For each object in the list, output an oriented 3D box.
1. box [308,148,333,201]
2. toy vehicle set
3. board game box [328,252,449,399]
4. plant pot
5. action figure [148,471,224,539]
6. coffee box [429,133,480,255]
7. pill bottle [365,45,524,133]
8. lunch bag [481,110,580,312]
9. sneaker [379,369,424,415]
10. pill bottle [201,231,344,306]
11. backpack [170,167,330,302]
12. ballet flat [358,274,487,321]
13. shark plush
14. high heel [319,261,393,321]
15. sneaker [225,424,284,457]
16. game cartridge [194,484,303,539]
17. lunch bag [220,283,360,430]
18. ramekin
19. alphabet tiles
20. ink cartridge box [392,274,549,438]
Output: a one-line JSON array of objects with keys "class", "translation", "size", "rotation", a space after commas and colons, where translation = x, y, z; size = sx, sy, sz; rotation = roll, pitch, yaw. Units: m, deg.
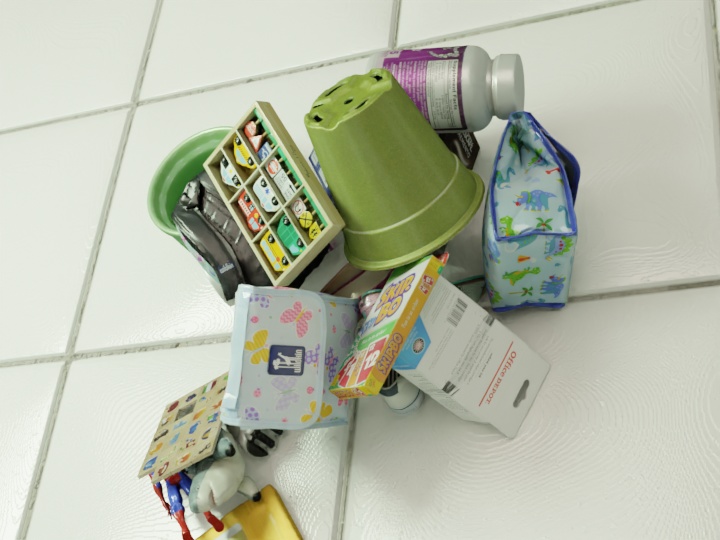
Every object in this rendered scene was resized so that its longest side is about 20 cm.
[{"class": "box", "translation": [-0.013, -0.154, 1.692], "size": [0.122, 0.032, 0.201], "rotation": [-60, 34, 28]}, {"class": "toy vehicle set", "translation": [-0.111, -0.096, 1.452], "size": [0.124, 0.026, 0.201], "rotation": [-45, 66, 31]}, {"class": "board game box", "translation": [0.035, 0.061, 1.383], "size": [0.201, 0.030, 0.095], "rotation": [-58, 18, -23]}, {"class": "plant pot", "translation": [0.024, -0.137, 1.426], "size": [0.198, 0.191, 0.201], "rotation": [-24, 28, 14]}, {"class": "action figure", "translation": [-0.241, 0.289, 1.541], "size": [0.065, 0.052, 0.200], "rotation": [-34, 40, -7]}, {"class": "coffee box", "translation": [0.091, -0.127, 1.621], "size": [0.079, 0.113, 0.202], "rotation": [7, 63, 29]}, {"class": "pill bottle", "translation": [0.113, -0.239, 1.533], "size": [0.198, 0.113, 0.113], "rotation": [0, 58, 17]}, {"class": "lunch bag", "translation": [0.212, -0.075, 1.479], "size": [0.126, 0.171, 0.202], "rotation": [-4, 54, 0]}, {"class": "sneaker", "translation": [0.051, 0.088, 1.524], "size": [0.072, 0.071, 0.202], "rotation": [-17, 51, 16]}, {"class": "pill bottle", "translation": [-0.128, -0.037, 1.670], "size": [0.199, 0.112, 0.113], "rotation": [-34, 50, 3]}, {"class": "backpack", "translation": [-0.158, -0.042, 1.556], "size": [0.199, 0.127, 0.167], "rotation": [38, 77, 12]}, {"class": "ballet flat", "translation": [0.089, 0.053, 1.497], "size": [0.069, 0.198, 0.072], "rotation": [-38, 64, 55]}, {"class": "shark plush", "translation": [-0.203, 0.240, 1.515], "size": [0.083, 0.091, 0.200], "rotation": [-29, 38, -6]}, {"class": "high heel", "translation": [0.000, 0.000, 1.521], "size": [0.200, 0.095, 0.068], "rotation": [-50, 60, 30]}, {"class": "sneaker", "translation": [-0.109, 0.152, 1.566], "size": [0.200, 0.075, 0.081], "rotation": [-50, 43, -12]}, {"class": "game cartridge", "translation": [-0.155, 0.392, 1.450], "size": [0.199, 0.032, 0.177], "rotation": [-37, 50, 0]}, {"class": "lunch bag", "translation": [-0.090, 0.107, 1.412], "size": [0.126, 0.199, 0.172], "rotation": [5, 86, 30]}, {"class": "ramekin", "translation": [-0.217, -0.112, 1.775], "size": [0.198, 0.098, 0.202], "rotation": [-13, 54, 18]}, {"class": "alphabet tiles", "translation": [-0.217, 0.203, 1.546], "size": [0.166, 0.008, 0.201], "rotation": [-29, 22, 19]}, {"class": "ink cartridge box", "translation": [0.126, 0.108, 1.434], "size": [0.117, 0.199, 0.068], "rotation": [-58, 19, -18]}]
